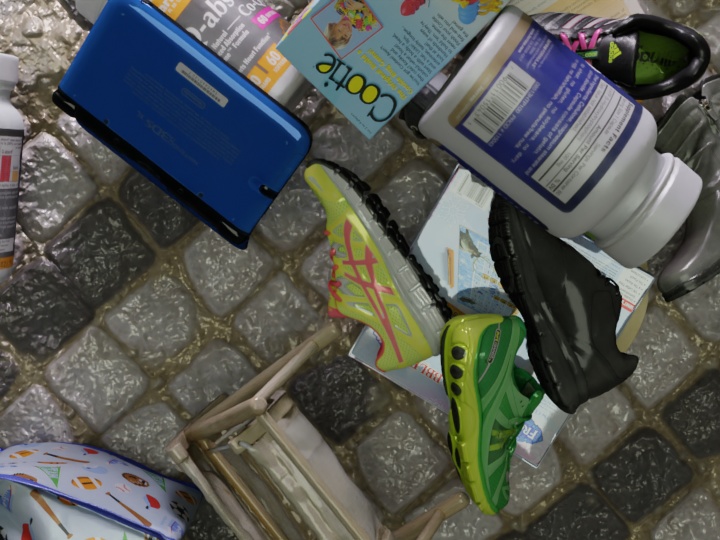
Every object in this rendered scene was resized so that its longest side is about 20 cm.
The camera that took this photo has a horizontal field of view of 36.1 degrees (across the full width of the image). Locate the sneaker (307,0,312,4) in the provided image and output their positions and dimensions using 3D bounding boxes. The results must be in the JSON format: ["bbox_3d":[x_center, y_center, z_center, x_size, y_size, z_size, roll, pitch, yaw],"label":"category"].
[{"bbox_3d":[-0.028,-0.270,0.924,0.075,0.116,0.201,-29,72,3],"label":"sneaker"}]

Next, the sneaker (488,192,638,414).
[{"bbox_3d":[0.168,0.014,0.924,0.090,0.076,0.201,-22,97,-5],"label":"sneaker"}]

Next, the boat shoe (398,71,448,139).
[{"bbox_3d":[0.056,-0.152,0.990,0.200,0.069,0.057,42,94,4],"label":"boat shoe"}]

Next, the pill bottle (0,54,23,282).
[{"bbox_3d":[-0.358,-0.093,0.972,0.115,0.116,0.202,8,96,1],"label":"pill bottle"}]

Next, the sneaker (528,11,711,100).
[{"bbox_3d":[0.192,-0.175,0.897,0.198,0.087,0.074,1,97,1],"label":"sneaker"}]

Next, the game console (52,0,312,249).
[{"bbox_3d":[-0.149,-0.121,0.949,0.200,0.118,0.171,37,113,-3],"label":"game console"}]

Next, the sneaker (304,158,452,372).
[{"bbox_3d":[0.000,0.000,0.932,0.090,0.078,0.201,-31,92,12],"label":"sneaker"}]

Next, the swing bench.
[{"bbox_3d":[-0.052,0.188,0.956,0.199,0.130,0.200,52,132,-4],"label":"swing bench"}]

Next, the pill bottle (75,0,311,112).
[{"bbox_3d":[-0.140,-0.203,0.963,0.200,0.116,0.117,37,96,-3],"label":"pill bottle"}]

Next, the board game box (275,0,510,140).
[{"bbox_3d":[0.044,-0.217,0.848,0.105,0.103,0.200,43,110,-13],"label":"board game box"}]

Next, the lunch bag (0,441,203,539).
[{"bbox_3d":[-0.260,0.226,0.986,0.199,0.170,0.125,25,91,-3],"label":"lunch bag"}]

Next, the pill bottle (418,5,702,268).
[{"bbox_3d":[0.155,-0.096,0.846,0.200,0.120,0.120,37,96,-5],"label":"pill bottle"}]

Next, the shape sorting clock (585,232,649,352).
[{"bbox_3d":[0.163,0.013,1.015,0.198,0.039,0.202,1,98,6],"label":"shape sorting clock"}]

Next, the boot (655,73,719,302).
[{"bbox_3d":[0.292,-0.076,0.974,0.131,0.068,0.200,46,68,-2],"label":"boot"}]

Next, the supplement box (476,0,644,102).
[{"bbox_3d":[0.171,-0.220,0.973,0.126,0.074,0.201,-32,96,4],"label":"supplement box"}]

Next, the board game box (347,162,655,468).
[{"bbox_3d":[0.122,0.039,0.982,0.199,0.041,0.200,31,99,2],"label":"board game box"}]

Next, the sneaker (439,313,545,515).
[{"bbox_3d":[0.115,0.125,0.922,0.083,0.074,0.201,-12,122,-8],"label":"sneaker"}]
